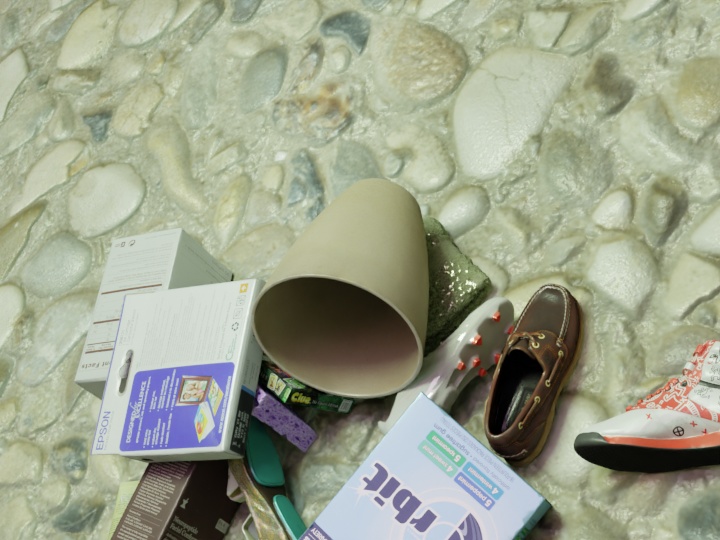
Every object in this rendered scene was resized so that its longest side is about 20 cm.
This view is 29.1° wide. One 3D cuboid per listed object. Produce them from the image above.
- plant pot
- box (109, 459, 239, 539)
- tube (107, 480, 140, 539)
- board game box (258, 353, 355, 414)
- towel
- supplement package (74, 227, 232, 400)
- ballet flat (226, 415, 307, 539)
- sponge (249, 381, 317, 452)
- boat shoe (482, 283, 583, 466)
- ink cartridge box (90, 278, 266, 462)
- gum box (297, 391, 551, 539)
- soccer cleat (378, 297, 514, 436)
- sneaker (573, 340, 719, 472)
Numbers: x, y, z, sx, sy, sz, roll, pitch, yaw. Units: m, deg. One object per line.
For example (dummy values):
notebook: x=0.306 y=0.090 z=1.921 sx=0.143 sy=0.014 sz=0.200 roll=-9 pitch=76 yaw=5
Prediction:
plant pot: x=0.000 y=0.000 z=1.501 sx=0.186 sy=0.188 sz=0.201 roll=-9 pitch=42 yaw=29
box: x=-0.191 y=0.251 z=1.552 sx=0.074 sy=0.100 sz=0.201 roll=11 pitch=69 yaw=38
tube: x=-0.268 y=0.331 z=1.590 sx=0.057 sy=0.052 sz=0.202 roll=11 pitch=57 yaw=-5
board game box: x=-0.102 y=0.102 z=1.587 sx=0.200 sy=0.104 sz=0.024 roll=35 pitch=101 yaw=42
towel: x=0.044 y=0.042 z=1.573 sx=0.200 sy=0.036 sz=0.149 roll=-42 pitch=48 yaw=3
supplement package: x=-0.250 y=0.068 z=1.699 sx=0.116 sy=0.117 sz=0.202 roll=-8 pitch=57 yaw=29
ballet flat: x=-0.108 y=0.249 z=1.501 sx=0.070 sy=0.071 sz=0.201 roll=-33 pitch=64 yaw=11
sponge: x=-0.139 y=0.125 z=1.590 sx=0.030 sy=0.112 sz=0.200 roll=-50 pitch=47 yaw=-3
boat shoe: x=0.177 y=0.098 z=1.425 sx=0.070 sy=0.070 sz=0.202 roll=-1 pitch=60 yaw=35
ink cartridge box: x=-0.197 y=0.113 z=1.535 sx=0.198 sy=0.043 sz=0.200 roll=-6 pitch=64 yaw=33
gum box: x=0.062 y=0.253 z=1.383 sx=0.170 sy=0.045 sz=0.200 roll=40 pitch=87 yaw=24
soccer cleat: x=0.090 y=0.106 z=1.482 sx=0.077 sy=0.069 sz=0.201 roll=30 pitch=83 yaw=45
sneaker: x=0.304 y=0.128 z=1.322 sx=0.200 sy=0.067 sz=0.109 roll=-7 pitch=56 yaw=26
